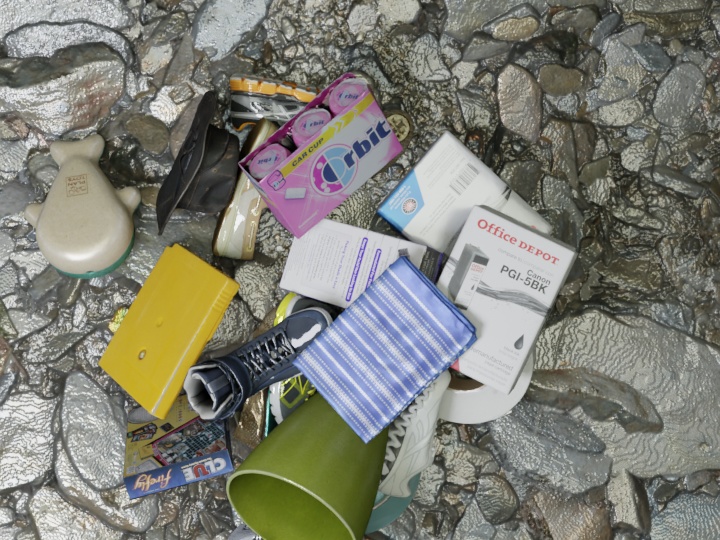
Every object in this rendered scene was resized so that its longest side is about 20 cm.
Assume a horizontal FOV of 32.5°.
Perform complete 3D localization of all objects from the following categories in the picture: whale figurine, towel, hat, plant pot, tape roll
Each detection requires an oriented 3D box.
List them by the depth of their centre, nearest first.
[{"bbox_3d":[0.031,0.097,1.536,0.200,0.024,0.145,-44,78,2],"label":"towel"},{"bbox_3d":[-0.044,0.242,1.589,0.186,0.187,0.201,35,54,-3],"label":"plant pot"},{"bbox_3d":[-0.203,-0.130,1.633,0.080,0.200,0.202,20,89,-19],"label":"hat"},{"bbox_3d":[-0.371,-0.083,1.667,0.157,0.104,0.202,-11,66,-3],"label":"whale figurine"},{"bbox_3d":[0.139,0.111,1.672,0.201,0.037,0.205,6,113,14],"label":"tape roll"}]

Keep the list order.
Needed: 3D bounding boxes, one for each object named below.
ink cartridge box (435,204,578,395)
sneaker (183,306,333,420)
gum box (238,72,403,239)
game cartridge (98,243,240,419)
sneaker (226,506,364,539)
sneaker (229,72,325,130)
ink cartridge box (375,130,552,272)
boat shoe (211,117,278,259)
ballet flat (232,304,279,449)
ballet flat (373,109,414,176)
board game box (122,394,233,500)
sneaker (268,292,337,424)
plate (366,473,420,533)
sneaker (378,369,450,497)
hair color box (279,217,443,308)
[{"bbox_3d":[0.170,0.034,1.569,0.146,0.083,0.202,25,97,11],"label":"ink cartridge box"},{"bbox_3d":[-0.133,0.121,1.569,0.202,0.146,0.077,-35,82,21],"label":"sneaker"},{"bbox_3d":[-0.046,-0.154,1.620,0.200,0.066,0.114,-41,133,-8],"label":"gum box"},{"bbox_3d":[-0.255,0.074,1.634,0.032,0.176,0.201,33,88,-39],"label":"game cartridge"},{"bbox_3d":[-0.079,0.382,1.681,0.198,0.075,0.116,-18,102,10],"label":"sneaker"},{"bbox_3d":[-0.086,-0.216,1.691,0.198,0.078,0.078,12,105,-1],"label":"sneaker"},{"bbox_3d":[0.140,-0.069,1.693,0.200,0.084,0.145,42,89,-3],"label":"ink cartridge box"},{"bbox_3d":[-0.144,-0.108,1.675,0.066,0.074,0.201,17,111,-15],"label":"boat shoe"},{"bbox_3d":[-0.143,0.143,1.687,0.065,0.070,0.202,6,86,14],"label":"ballet flat"},{"bbox_3d":[-0.006,-0.150,1.703,0.199,0.046,0.068,-37,93,-3],"label":"ballet flat"},{"bbox_3d":[-0.238,0.221,1.611,0.134,0.200,0.035,-15,110,-3],"label":"board game box"},{"bbox_3d":[-0.072,0.133,1.656,0.084,0.074,0.202,7,108,24],"label":"sneaker"},{"bbox_3d":[-0.011,0.269,1.713,0.198,0.026,0.202,0,89,-3],"label":"plate"},{"bbox_3d":[0.073,0.218,1.670,0.081,0.075,0.201,27,102,-13],"label":"sneaker"},{"bbox_3d":[0.000,0.000,1.651,0.199,0.065,0.110,17,89,30],"label":"hair color box"}]
